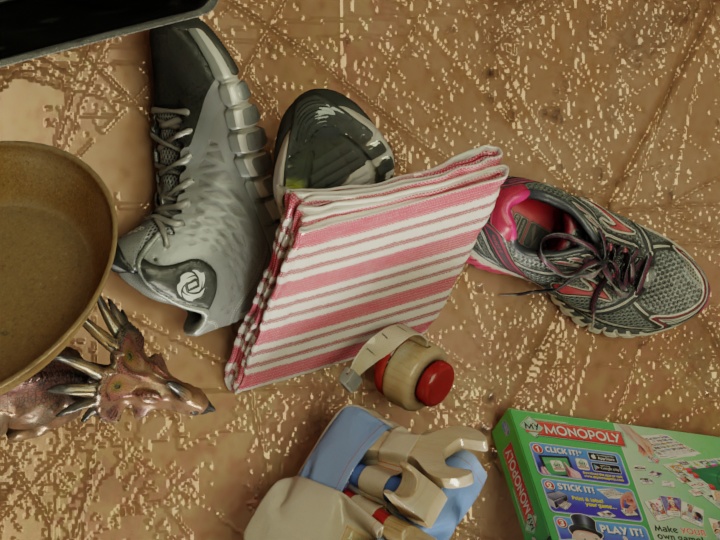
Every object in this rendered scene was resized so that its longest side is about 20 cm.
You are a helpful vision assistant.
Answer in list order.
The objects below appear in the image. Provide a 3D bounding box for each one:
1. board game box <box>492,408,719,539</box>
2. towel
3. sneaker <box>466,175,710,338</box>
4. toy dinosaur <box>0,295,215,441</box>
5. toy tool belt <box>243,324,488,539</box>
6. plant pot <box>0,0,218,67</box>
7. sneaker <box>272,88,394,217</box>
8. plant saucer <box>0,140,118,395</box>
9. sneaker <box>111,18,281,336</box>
[{"bbox_3d":[0.194,0.161,1.608,0.200,0.029,0.135,9,42,-25],"label":"board game box"},{"bbox_3d":[0.000,0.000,1.485,0.146,0.200,0.030,-15,62,-25],"label":"towel"},{"bbox_3d":[0.149,-0.006,1.605,0.200,0.075,0.081,18,83,-25],"label":"sneaker"},{"bbox_3d":[-0.199,0.066,1.403,0.200,0.136,0.086,-16,97,-24],"label":"toy dinosaur"},{"bbox_3d":[0.028,0.145,1.513,0.200,0.123,0.125,-57,150,-12],"label":"toy tool belt"},{"bbox_3d":[-0.224,-0.212,1.366,0.200,0.177,0.200,-18,98,-26],"label":"plant pot"},{"bbox_3d":[-0.022,-0.062,1.476,0.074,0.200,0.085,-25,63,-3],"label":"sneaker"},{"bbox_3d":[-0.225,0.012,1.378,0.200,0.200,0.035,-45,139,-19],"label":"plant saucer"},{"bbox_3d":[-0.114,-0.051,1.479,0.115,0.075,0.200,-25,102,-21],"label":"sneaker"}]
